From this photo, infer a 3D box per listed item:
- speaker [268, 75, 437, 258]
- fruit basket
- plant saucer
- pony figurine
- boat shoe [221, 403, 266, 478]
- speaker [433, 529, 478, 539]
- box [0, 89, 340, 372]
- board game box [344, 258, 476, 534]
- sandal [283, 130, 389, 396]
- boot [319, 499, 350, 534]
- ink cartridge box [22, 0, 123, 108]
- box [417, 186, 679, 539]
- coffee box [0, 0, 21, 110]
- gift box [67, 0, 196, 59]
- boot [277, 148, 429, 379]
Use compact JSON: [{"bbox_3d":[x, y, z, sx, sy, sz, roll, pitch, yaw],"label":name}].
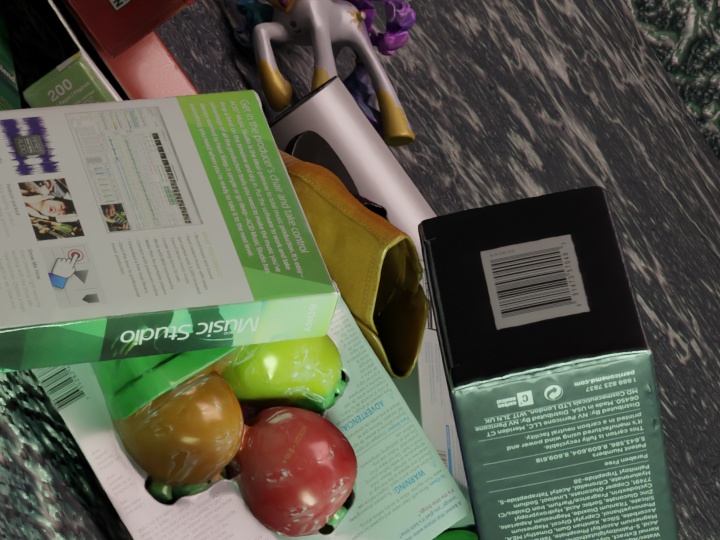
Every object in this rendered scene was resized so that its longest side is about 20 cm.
[{"bbox_3d":[0.010,-0.030,2.052,0.200,0.081,0.081,54,15,-4],"label":"speaker"},{"bbox_3d":[-0.059,0.081,1.507,0.185,0.094,0.200,-33,96,-36],"label":"fruit basket"},{"bbox_3d":[-0.144,-0.144,1.798,0.200,0.037,0.200,55,0,-2],"label":"plant saucer"},{"bbox_3d":[-0.019,-0.186,2.205,0.193,0.166,0.201,17,56,-55],"label":"pony figurine"},{"bbox_3d":[-0.087,0.051,1.590,0.200,0.074,0.069,45,20,-24],"label":"boat shoe"},{"bbox_3d":[0.100,0.239,1.752,0.200,0.088,0.089,46,17,-31],"label":"speaker"},{"bbox_3d":[-0.126,-0.020,1.454,0.036,0.199,0.145,105,-29,-46],"label":"box"},{"bbox_3d":[0.079,0.085,1.760,0.200,0.064,0.148,16,65,-44],"label":"board game box"},{"bbox_3d":[0.000,0.000,1.778,0.075,0.045,0.201,22,44,-44],"label":"sandal"},{"bbox_3d":[0.020,0.213,1.579,0.155,0.073,0.200,32,29,-55],"label":"boot"},{"bbox_3d":[-0.167,-0.109,1.666,0.200,0.048,0.146,53,-1,-4],"label":"ink cartridge box"},{"bbox_3d":[0.102,0.082,1.564,0.148,0.104,0.201,-100,178,-54],"label":"box"},{"bbox_3d":[-0.238,-0.145,1.591,0.123,0.044,0.200,45,18,-36],"label":"coffee box"},{"bbox_3d":[-0.090,-0.244,1.671,0.185,0.200,0.187,58,16,-9],"label":"gift box"},{"bbox_3d":[-0.027,0.024,1.632,0.144,0.071,0.202,37,-33,28],"label":"boot"}]
